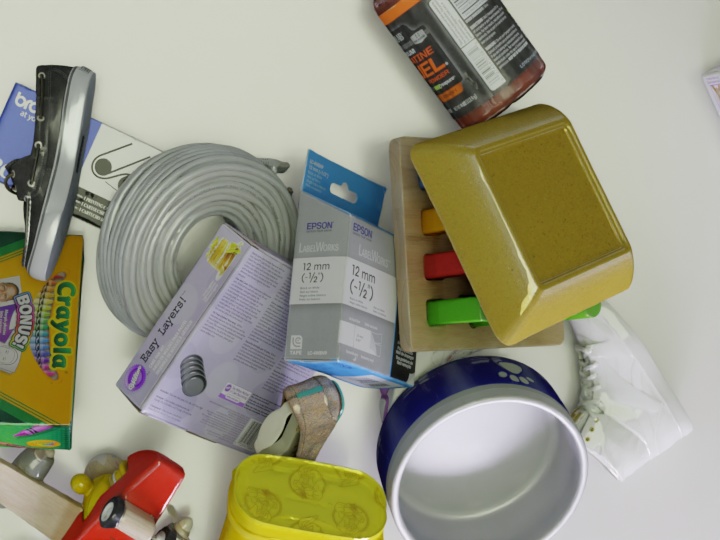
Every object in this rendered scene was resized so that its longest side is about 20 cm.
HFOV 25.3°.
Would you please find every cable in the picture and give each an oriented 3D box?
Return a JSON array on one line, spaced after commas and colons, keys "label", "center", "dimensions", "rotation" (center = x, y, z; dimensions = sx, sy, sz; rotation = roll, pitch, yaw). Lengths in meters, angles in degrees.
[{"label": "cable", "center": [-0.150, -0.020, 1.515], "dimensions": [0.199, 0.069, 0.202], "rotation": [13, 102, -41]}]

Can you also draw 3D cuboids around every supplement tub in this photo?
[{"label": "supplement tub", "center": [0.084, -0.243, 1.553], "dimensions": [0.107, 0.107, 0.201], "rotation": [-38, 97, -4]}]

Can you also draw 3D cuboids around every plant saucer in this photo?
[{"label": "plant saucer", "center": [0.165, -0.055, 1.482], "dimensions": [0.199, 0.048, 0.202], "rotation": [-21, 84, -41]}]

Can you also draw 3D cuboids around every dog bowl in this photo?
[{"label": "dog bowl", "center": [0.117, 0.187, 1.563], "dimensions": [0.198, 0.079, 0.202], "rotation": [-6, 120, -10]}]

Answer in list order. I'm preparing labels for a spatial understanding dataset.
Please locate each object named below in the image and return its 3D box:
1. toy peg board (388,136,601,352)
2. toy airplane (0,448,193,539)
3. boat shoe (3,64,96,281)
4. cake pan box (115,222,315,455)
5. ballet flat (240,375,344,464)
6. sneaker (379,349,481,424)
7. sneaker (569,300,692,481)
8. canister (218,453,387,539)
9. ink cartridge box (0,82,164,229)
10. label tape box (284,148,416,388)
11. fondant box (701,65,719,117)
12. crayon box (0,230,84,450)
[{"label": "toy peg board", "center": [0.138, -0.028, 1.526], "dimensions": [0.198, 0.097, 0.202], "rotation": [0, 85, -37]}, {"label": "toy airplane", "center": [-0.254, 0.242, 1.536], "dimensions": [0.196, 0.142, 0.202], "rotation": [-3, 131, 2]}, {"label": "boat shoe", "center": [-0.295, -0.094, 1.482], "dimensions": [0.065, 0.070, 0.203], "rotation": [11, 89, -2]}, {"label": "cake pan box", "center": [-0.109, 0.072, 1.514], "dimensions": [0.185, 0.052, 0.199], "rotation": [-55, 142, 4]}, {"label": "ballet flat", "center": [-0.077, 0.175, 1.535], "dimensions": [0.067, 0.068, 0.201], "rotation": [-9, 137, -34]}, {"label": "sneaker", "center": [0.084, 0.073, 1.590], "dimensions": [0.099, 0.075, 0.202], "rotation": [25, 90, -9]}, {"label": "sneaker", "center": [0.238, 0.118, 1.617], "dimensions": [0.115, 0.074, 0.201], "rotation": [-37, 99, -7]}, {"label": "canister", "center": [-0.070, 0.279, 1.528], "dimensions": [0.147, 0.087, 0.201], "rotation": [11, 130, -10]}, {"label": "ink cartridge box", "center": [-0.258, -0.095, 1.543], "dimensions": [0.198, 0.044, 0.095], "rotation": [25, 88, -9]}, {"label": "label tape box", "center": [0.000, 0.000, 1.509], "dimensions": [0.065, 0.143, 0.203], "rotation": [0, 77, 32]}, {"label": "fondant box", "center": [0.458, -0.143, 1.639], "dimensions": [0.143, 0.058, 0.202], "rotation": [-27, 96, -5]}, {"label": "crayon box", "center": [-0.321, 0.063, 1.490], "dimensions": [0.117, 0.058, 0.202], "rotation": [3, 60, -8]}]
